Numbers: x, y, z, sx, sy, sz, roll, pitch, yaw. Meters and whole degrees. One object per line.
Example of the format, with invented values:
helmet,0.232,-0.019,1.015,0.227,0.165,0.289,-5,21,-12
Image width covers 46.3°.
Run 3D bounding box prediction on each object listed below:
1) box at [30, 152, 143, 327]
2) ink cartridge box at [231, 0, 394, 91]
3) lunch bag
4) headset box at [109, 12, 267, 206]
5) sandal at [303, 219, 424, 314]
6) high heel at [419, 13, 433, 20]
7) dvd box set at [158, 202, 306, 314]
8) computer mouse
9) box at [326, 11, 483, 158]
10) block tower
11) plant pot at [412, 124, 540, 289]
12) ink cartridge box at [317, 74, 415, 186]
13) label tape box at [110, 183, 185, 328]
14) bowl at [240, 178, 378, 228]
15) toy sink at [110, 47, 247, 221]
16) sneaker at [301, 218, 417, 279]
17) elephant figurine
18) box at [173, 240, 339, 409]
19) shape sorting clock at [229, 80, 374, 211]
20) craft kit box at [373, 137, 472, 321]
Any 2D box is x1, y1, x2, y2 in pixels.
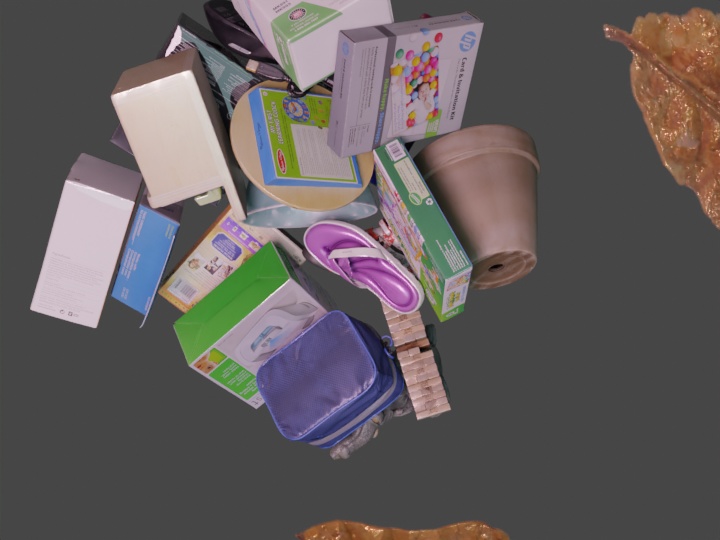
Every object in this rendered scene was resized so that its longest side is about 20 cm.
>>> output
box,-0.389,-0.044,1.205,0.096,0.125,0.203,17,111,-15
ink cartridge box,-0.069,-0.344,1.060,0.144,0.201,0.088,-31,145,-8
lunch bag,-0.035,0.158,1.235,0.198,0.137,0.132,-35,154,10
headset box,-0.226,-0.215,1.169,0.172,0.093,0.201,30,107,-19
sandal,0.003,-0.006,1.209,0.200,0.050,0.083,30,119,9
high heel,0.055,-0.250,1.158,0.200,0.067,0.096,-46,124,5
dvd box set,-0.196,0.001,1.303,0.146,0.030,0.200,39,103,-22
computer mouse,-0.136,-0.284,1.111,0.197,0.141,0.046,29,123,1
box,0.056,-0.237,1.074,0.197,0.041,0.158,-18,136,-30
block tower,0.080,0.120,1.264,0.053,0.058,0.204,-18,74,3
plant pot,0.173,-0.077,1.198,0.195,0.177,0.201,-8,154,-4
ink cartridge box,0.000,-0.243,1.218,0.195,0.044,0.202,25,108,-19
label tape box,-0.298,-0.033,1.180,0.065,0.201,0.145,19,110,-13
bowl,-0.076,-0.128,1.193,0.196,0.201,0.108,-5,84,-6
toy sink,-0.228,-0.158,1.073,0.110,0.131,0.203,-17,117,0
sneaker,0.015,-0.048,1.292,0.197,0.068,0.110,12,114,-18
elephant figurine,0.037,0.200,1.379,0.198,0.154,0.144,-29,80,33
box,-0.148,0.086,1.278,0.199,0.097,0.177,-39,137,6
shape sorting clock,-0.074,-0.164,1.094,0.197,0.203,0.039,22,145,-17
craft kit box,0.083,-0.049,1.144,0.048,0.198,0.202,-27,72,-2
